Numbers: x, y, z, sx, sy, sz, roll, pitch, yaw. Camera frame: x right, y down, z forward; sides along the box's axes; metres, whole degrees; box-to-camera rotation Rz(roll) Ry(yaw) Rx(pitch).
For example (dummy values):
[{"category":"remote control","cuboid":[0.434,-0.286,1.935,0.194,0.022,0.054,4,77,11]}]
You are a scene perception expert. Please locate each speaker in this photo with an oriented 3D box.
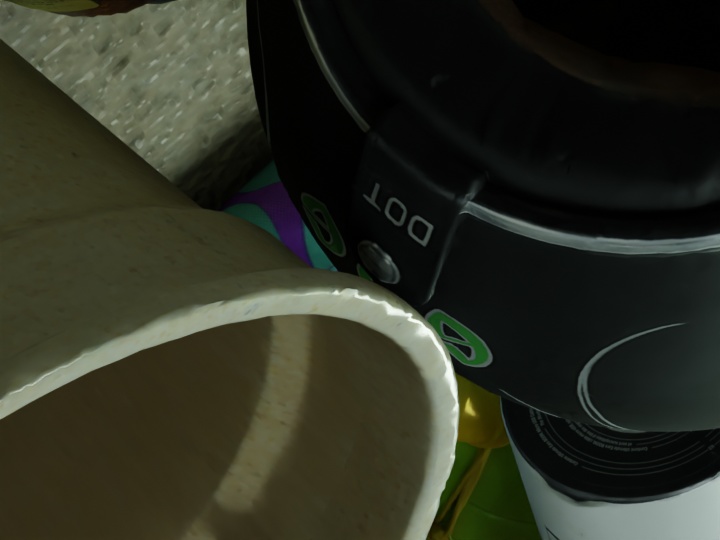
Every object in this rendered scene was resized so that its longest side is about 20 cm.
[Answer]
[{"category":"speaker","cuboid":[0.099,0.094,0.861,0.081,0.081,0.200,-35,139,-13]}]

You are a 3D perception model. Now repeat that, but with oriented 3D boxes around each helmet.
[{"category":"helmet","cuboid":[0.072,-0.064,0.610,0.200,0.200,0.191,-43,167,2]}]

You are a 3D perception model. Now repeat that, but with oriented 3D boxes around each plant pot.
[{"category":"plant pot","cuboid":[-0.114,0.019,0.580,0.200,0.184,0.201,-32,151,-20]}]

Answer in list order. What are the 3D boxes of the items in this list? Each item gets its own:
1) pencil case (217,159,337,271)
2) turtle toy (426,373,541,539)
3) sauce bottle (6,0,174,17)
[{"category":"pencil case","cuboid":[0.000,0.000,0.809,0.200,0.085,0.092,-40,-171,-7]},{"category":"turtle toy","cuboid":[0.047,0.060,0.942,0.145,0.101,0.200,8,130,-28]},{"category":"sauce bottle","cuboid":[-0.062,-0.084,0.583,0.066,0.066,0.200,-44,175,3]}]
